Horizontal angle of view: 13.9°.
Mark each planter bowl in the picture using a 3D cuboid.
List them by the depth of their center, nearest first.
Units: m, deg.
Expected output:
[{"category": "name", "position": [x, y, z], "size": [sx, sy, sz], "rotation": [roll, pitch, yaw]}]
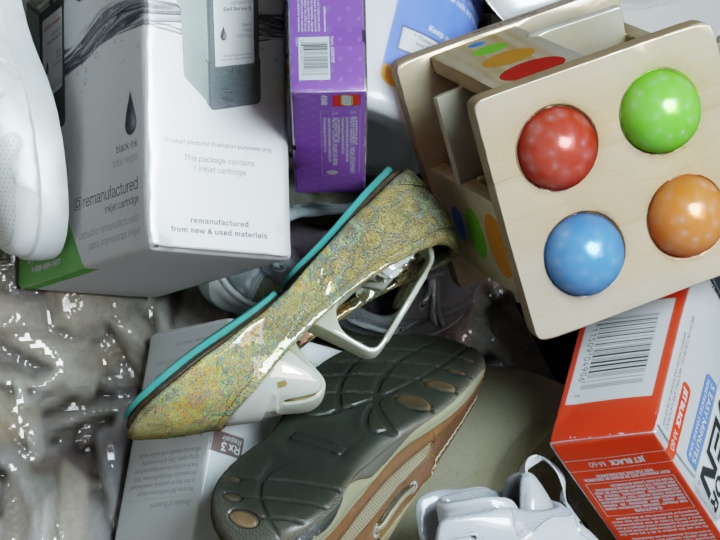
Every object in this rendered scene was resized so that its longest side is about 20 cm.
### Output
[{"category": "planter bowl", "position": [0.086, 0.143, 1.575], "size": [0.200, 0.135, 0.201], "rotation": [6, 78, -33]}]

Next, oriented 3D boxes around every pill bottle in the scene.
[{"category": "pill bottle", "position": [0.014, -0.162, 1.592], "size": [0.112, 0.112, 0.200], "rotation": [24, 68, -29]}]

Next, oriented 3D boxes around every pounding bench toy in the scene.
[{"category": "pounding bench toy", "position": [0.143, -0.067, 1.473], "size": [0.200, 0.156, 0.125], "rotation": [-20, 107, -12]}]

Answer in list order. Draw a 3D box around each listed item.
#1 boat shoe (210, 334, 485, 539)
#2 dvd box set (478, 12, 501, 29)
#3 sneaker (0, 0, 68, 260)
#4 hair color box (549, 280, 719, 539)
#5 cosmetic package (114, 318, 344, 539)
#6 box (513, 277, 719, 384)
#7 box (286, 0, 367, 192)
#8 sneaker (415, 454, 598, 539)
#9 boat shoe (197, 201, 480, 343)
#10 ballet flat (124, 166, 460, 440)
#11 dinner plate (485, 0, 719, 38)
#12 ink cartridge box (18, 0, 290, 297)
[{"category": "boat shoe", "position": [-0.008, 0.101, 1.466], "size": [0.200, 0.076, 0.074], "rotation": [-38, 138, -43]}, {"category": "dvd box set", "position": [0.150, -0.069, 1.719], "size": [0.200, 0.029, 0.147], "rotation": [2, 80, -34]}, {"category": "sneaker", "position": [-0.218, -0.093, 1.448], "size": [0.115, 0.074, 0.200], "rotation": [-11, 79, -33]}, {"category": "hair color box", "position": [0.175, 0.103, 1.511], "size": [0.200, 0.064, 0.111], "rotation": [55, 40, -39]}, {"category": "cosmetic package", "position": [-0.060, 0.136, 1.507], "size": [0.113, 0.081, 0.201], "rotation": [17, 71, -33]}, {"category": "box", "position": [0.196, 0.060, 1.677], "size": [0.141, 0.079, 0.200], "rotation": [-38, 113, -24]}, {"category": "box", "position": [-0.017, -0.154, 1.459], "size": [0.039, 0.137, 0.201], "rotation": [-1, 72, -1]}, {"category": "sneaker", "position": [0.039, 0.178, 1.454], "size": [0.200, 0.075, 0.115], "rotation": [-30, 100, -5]}, {"category": "boat shoe", "position": [-0.001, -0.002, 1.571], "size": [0.202, 0.065, 0.075], "rotation": [13, 74, -46]}, {"category": "ballet flat", "position": [-0.026, 0.029, 1.446], "size": [0.200, 0.071, 0.071], "rotation": [-43, 106, -23]}, {"category": "dinner plate", "position": [0.132, -0.201, 1.586], "size": [0.200, 0.024, 0.201], "rotation": [9, 70, -25]}, {"category": "ink cartridge box", "position": [-0.105, -0.096, 1.476], "size": [0.084, 0.145, 0.201], "rotation": [4, 79, -32]}]
